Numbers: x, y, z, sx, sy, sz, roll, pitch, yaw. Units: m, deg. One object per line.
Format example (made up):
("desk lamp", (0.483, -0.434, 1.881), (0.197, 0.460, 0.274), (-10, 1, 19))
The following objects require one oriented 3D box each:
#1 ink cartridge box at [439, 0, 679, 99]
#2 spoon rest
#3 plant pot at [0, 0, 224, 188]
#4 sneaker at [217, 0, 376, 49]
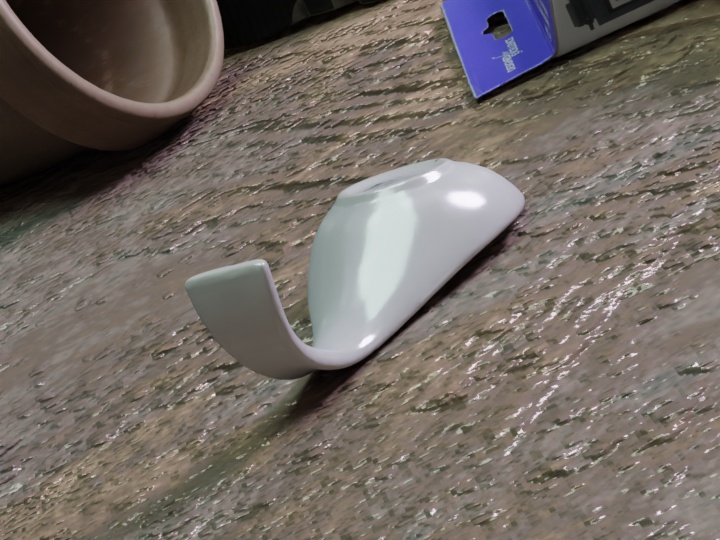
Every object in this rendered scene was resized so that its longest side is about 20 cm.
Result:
("ink cartridge box", (0.132, -0.172, 1.531), (0.199, 0.043, 0.198), (-26, 19, 4))
("spoon rest", (0.000, 0.000, 1.232), (0.099, 0.061, 0.200), (-13, 9, 33))
("plant pot", (-0.207, -0.132, 1.694), (0.174, 0.200, 0.200), (-34, 11, 34))
("sneaker", (-0.043, -0.190, 1.783), (0.199, 0.074, 0.089), (-7, 24, 23))
